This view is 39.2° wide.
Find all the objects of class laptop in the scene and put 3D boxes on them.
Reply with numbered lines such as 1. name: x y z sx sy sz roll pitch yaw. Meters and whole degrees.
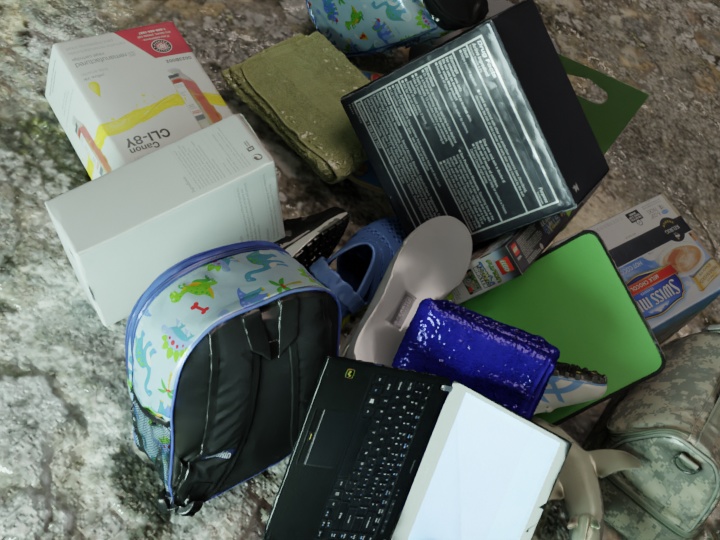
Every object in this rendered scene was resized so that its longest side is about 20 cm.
1. laptop: 0.045 0.187 0.858 0.198 0.179 0.103 13 14 -28

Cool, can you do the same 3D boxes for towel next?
1. towel: 0.086 0.139 0.928 0.146 0.202 0.050 20 10 -11
2. towel: -0.047 -0.191 1.152 0.148 0.037 0.200 -33 68 -33

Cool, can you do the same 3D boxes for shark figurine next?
1. shark figurine: 0.198 0.247 0.954 0.126 0.090 0.216 3 53 12

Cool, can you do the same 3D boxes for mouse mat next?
1. mouse mat: 0.187 0.072 1.026 0.162 0.199 0.008 65 16 15

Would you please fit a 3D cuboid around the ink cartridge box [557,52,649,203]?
1. ink cartridge box: 0.220 -0.145 1.170 0.144 0.201 0.048 21 48 -10

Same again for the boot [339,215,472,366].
1. boot: 0.034 0.035 1.009 0.073 0.096 0.201 39 65 -6

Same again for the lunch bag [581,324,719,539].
1. lunch bag: 0.330 0.161 1.028 0.139 0.168 0.200 41 50 7

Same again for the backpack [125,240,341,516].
1. backpack: -0.115 0.072 0.867 0.182 0.202 0.147 -20 47 -32

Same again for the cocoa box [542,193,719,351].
1. cocoa box: 0.282 0.028 1.120 0.199 0.134 0.132 -22 68 -34

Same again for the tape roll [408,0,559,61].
1. tape roll: 0.164 -0.271 1.319 0.198 0.066 0.202 12 54 -16

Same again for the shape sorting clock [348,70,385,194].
1. shape sorting clock: 0.028 -0.167 1.203 0.198 0.039 0.202 12 54 -17

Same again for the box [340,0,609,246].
1. box: 0.121 -0.141 1.052 0.123 0.197 0.202 -38 104 -50

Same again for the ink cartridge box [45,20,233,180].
1. ink cartridge box: -0.216 -0.149 1.049 0.144 0.084 0.201 -21 67 -34

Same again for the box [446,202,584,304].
1. box: 0.159 -0.030 1.094 0.035 0.109 0.200 58 39 -6

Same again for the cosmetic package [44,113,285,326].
1. cosmetic package: -0.176 -0.047 0.939 0.198 0.113 0.081 -25 55 -18

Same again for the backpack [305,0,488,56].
1. backpack: 0.030 -0.338 1.223 0.153 0.199 0.164 -37 111 -26

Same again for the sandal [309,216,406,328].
1. sandal: 0.000 0.000 1.044 0.079 0.087 0.200 39 49 8

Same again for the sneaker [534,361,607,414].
1. sneaker: 0.143 0.128 0.992 0.197 0.072 0.073 -7 92 11

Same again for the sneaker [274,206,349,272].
1. sneaker: -0.096 -0.027 1.029 0.087 0.076 0.199 42 51 14
